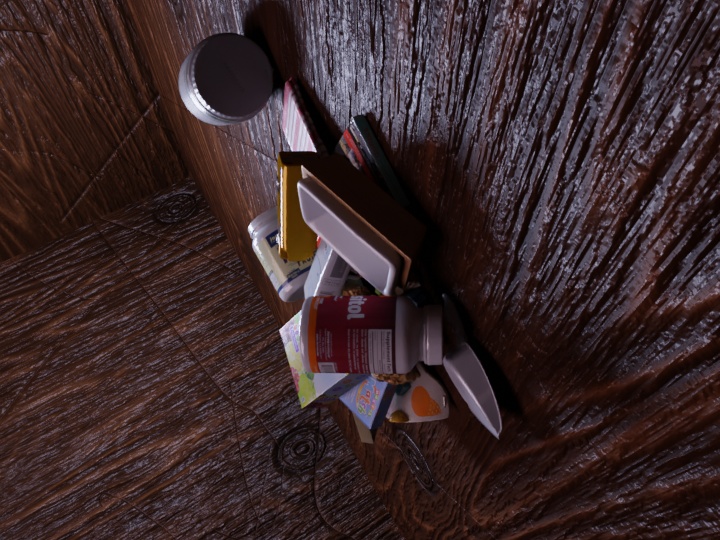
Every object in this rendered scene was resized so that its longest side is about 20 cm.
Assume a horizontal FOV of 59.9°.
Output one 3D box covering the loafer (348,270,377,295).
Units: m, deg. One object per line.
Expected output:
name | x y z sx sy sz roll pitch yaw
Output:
loafer | 0.008 0.039 1.220 0.200 0.073 0.071 43 123 52

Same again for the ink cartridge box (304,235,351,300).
ink cartridge box | -0.063 -0.044 1.084 0.201 0.047 0.161 -105 28 -45

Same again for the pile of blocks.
pile of blocks | 0.063 0.051 0.992 0.200 0.062 0.082 54 152 -1

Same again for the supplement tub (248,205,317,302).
supplement tub | -0.168 -0.042 1.490 0.201 0.145 0.145 59 165 12

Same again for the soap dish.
soap dish | 0.004 -0.065 0.895 0.200 0.081 0.157 41 165 13

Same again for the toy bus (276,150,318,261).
toy bus | -0.105 -0.101 1.053 0.078 0.065 0.201 -113 23 -53

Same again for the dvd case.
dvd case | 0.007 -0.140 0.963 0.146 0.022 0.200 62 164 1

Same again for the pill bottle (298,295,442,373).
pill bottle | 0.018 0.092 0.904 0.113 0.199 0.114 0 -90 -84

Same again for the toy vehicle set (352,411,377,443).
toy vehicle set | 0.029 0.237 1.290 0.125 0.026 0.201 78 -157 -45

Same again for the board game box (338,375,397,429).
board game box | -0.009 0.175 1.175 0.200 0.036 0.152 37 114 42

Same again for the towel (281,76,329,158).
towel | -0.090 -0.218 1.099 0.146 0.030 0.201 116 132 -70

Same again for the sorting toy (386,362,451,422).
sorting toy | 0.079 0.190 1.213 0.200 0.106 0.181 163 98 -75

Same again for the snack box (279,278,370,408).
snack box | -0.053 0.135 1.149 0.200 0.067 0.169 -42 57 35

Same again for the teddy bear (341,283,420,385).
teddy bear | 0.024 0.106 1.031 0.201 0.067 0.145 59 -167 19

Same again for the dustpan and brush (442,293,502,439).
dustpan and brush | 0.153 0.129 0.910 0.201 0.057 0.140 58 176 -9

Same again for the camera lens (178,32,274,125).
camera lens | -0.260 -0.362 1.196 0.161 0.159 0.200 67 165 -19
